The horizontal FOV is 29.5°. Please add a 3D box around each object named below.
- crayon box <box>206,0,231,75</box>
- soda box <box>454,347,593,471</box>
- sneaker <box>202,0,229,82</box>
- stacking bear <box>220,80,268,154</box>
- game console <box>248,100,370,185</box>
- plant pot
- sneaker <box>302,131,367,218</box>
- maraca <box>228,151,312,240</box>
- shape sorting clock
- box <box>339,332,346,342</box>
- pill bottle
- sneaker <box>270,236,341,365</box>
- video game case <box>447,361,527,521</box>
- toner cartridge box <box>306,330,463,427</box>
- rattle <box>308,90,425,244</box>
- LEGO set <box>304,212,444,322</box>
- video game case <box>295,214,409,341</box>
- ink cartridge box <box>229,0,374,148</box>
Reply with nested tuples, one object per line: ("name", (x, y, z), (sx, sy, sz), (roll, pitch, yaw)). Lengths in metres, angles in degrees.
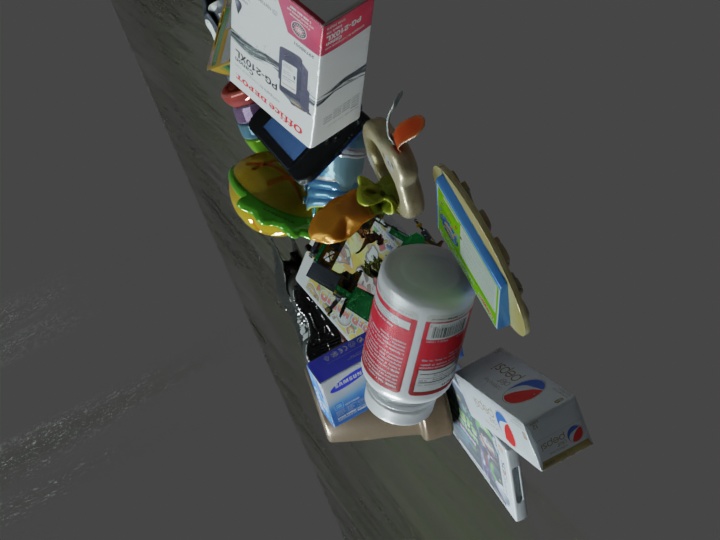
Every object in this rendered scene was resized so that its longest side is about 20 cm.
("crayon box", (-0.154, -0.326, 1.834), (0.200, 0.051, 0.127), (-160, 85, -74))
("soda box", (0.178, 0.152, 1.526), (0.064, 0.068, 0.200), (67, 168, -18))
("sneaker", (-0.179, -0.342, 2.004), (0.130, 0.079, 0.200), (67, -178, -63))
("stacking bear", (-0.103, -0.193, 1.941), (0.201, 0.113, 0.122), (60, -177, -23))
("game console", (-0.079, -0.232, 1.703), (0.118, 0.171, 0.200), (42, -176, -37))
("plant pot", (0.020, 0.162, 1.928), (0.200, 0.174, 0.201), (160, 90, -87))
("sneaker", (-0.057, -0.139, 1.802), (0.200, 0.079, 0.131), (-136, 52, -60))
("maraca", (-0.115, -0.095, 1.839), (0.200, 0.136, 0.107), (-104, 37, -65))
("shape sorting clock", (0.128, -0.023, 1.432), (0.201, 0.039, 0.200), (62, 173, 13))
("box", (-0.004, 0.024, 1.992), (0.096, 0.099, 0.200), (59, 169, 19))
("pill bottle", (0.061, 0.078, 1.572), (0.112, 0.112, 0.201), (54, 144, 40))
("sneaker", (-0.083, 0.051, 2.014), (0.104, 0.060, 0.201), (-136, 28, -60))
("video game case", (0.163, 0.223, 1.876), (0.200, 0.023, 0.182), (54, 165, 40))
("toner cartridge box", (0.034, 0.115, 1.762), (0.043, 0.199, 0.095), (51, 164, 42))
("rattle", (0.002, -0.116, 1.568), (0.200, 0.142, 0.131), (97, 163, -81))
("LEGO set", (0.035, 0.004, 1.705), (0.199, 0.155, 0.116), (20, 176, 43))
("video game case", (0.000, 0.000, 1.820), (0.200, 0.023, 0.183), (47, 128, 34))
("ink cartridge box", (-0.069, -0.257, 1.523), (0.145, 0.084, 0.200), (42, 151, 21))
